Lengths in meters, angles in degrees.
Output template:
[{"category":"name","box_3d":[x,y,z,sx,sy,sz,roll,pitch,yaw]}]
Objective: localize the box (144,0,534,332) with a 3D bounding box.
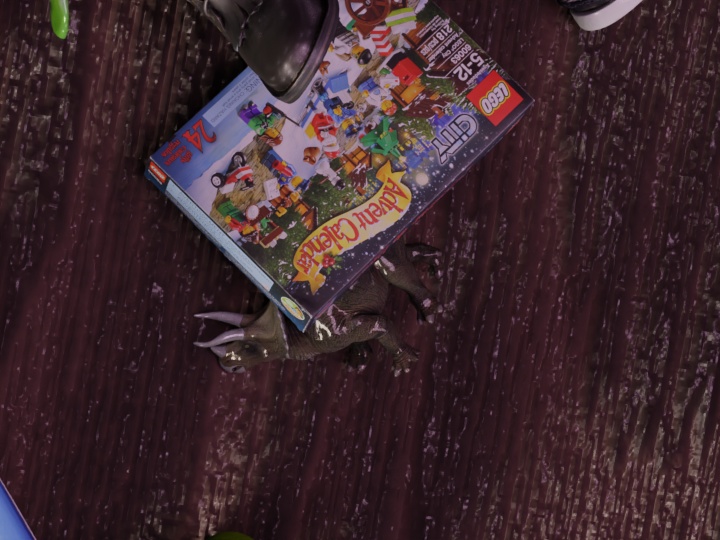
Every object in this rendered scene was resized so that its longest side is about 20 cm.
[{"category":"box","box_3d":[-0.012,-0.080,1.581,0.137,0.038,0.200,44,72,4]}]

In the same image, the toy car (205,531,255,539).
[{"category":"toy car","box_3d":[-0.026,0.234,1.525,0.164,0.200,0.158,-43,120,-64]}]

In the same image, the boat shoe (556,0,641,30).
[{"category":"boat shoe","box_3d":[0.196,-0.242,1.676,0.200,0.076,0.060,-49,118,-13]}]

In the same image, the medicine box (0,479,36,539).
[{"category":"medicine box","box_3d":[-0.282,0.194,1.485,0.200,0.103,0.182,-33,108,-18]}]

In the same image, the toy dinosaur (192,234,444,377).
[{"category":"toy dinosaur","box_3d":[0.000,0.000,1.611,0.102,0.077,0.200,43,80,-29]}]

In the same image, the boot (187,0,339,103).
[{"category":"boot","box_3d":[-0.114,-0.177,1.488,0.174,0.200,0.069,20,111,-32]}]

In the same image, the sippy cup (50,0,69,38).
[{"category":"sippy cup","box_3d":[-0.260,-0.128,1.454,0.178,0.140,0.131,-2,113,19]}]
